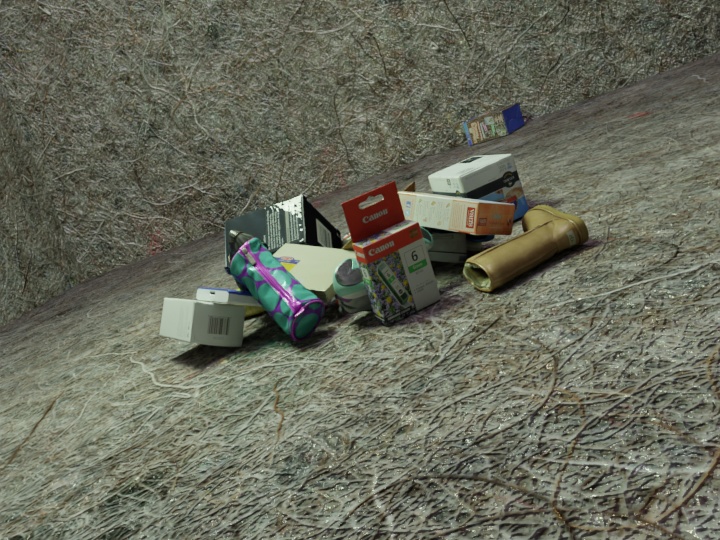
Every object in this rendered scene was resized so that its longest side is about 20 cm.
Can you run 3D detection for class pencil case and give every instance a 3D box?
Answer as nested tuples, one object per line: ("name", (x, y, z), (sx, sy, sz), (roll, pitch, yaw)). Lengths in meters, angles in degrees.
("pencil case", (-0.149, 0.032, 1.348), (0.085, 0.093, 0.199), (-43, 61, -10))

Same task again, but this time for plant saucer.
("plant saucer", (0.043, -0.092, 1.493), (0.199, 0.036, 0.200), (-43, 1, 0))

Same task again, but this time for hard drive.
("hard drive", (-0.198, 0.056, 1.476), (0.196, 0.026, 0.130), (9, -4, -38))

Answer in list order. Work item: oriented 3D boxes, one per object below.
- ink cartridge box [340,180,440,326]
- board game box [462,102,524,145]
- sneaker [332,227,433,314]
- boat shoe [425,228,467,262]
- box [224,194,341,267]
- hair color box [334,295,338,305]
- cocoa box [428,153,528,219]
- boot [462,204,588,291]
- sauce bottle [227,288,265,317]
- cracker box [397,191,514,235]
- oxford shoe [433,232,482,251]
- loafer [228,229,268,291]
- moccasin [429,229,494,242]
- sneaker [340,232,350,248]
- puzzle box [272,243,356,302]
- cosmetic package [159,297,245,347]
("ink cartridge box", (0.050, -0.028, 1.230), (0.107, 0.205, 0.050), (-23, 17, -18))
("board game box", (0.553, -0.606, 3.179), (0.197, 0.099, 0.158), (-9, 16, 43))
("sneaker", (0.038, 0.009, 1.336), (0.196, 0.078, 0.141), (-26, -31, -16))
("boat shoe", (0.118, -0.057, 1.463), (0.196, 0.067, 0.073), (8, 7, 32))
("box", (-0.163, -0.045, 1.669), (0.195, 0.120, 0.196), (-16, -27, 19))
("hair color box", (0.000, 0.000, 1.540), (0.108, 0.066, 0.200), (-17, 11, 6))
("cocoa box", (0.252, -0.165, 1.659), (0.131, 0.134, 0.200), (-23, 12, -11))
("boot", (0.253, -0.039, 1.273), (0.196, 0.068, 0.175), (-26, 12, -14))
("sauce bottle", (-0.189, 0.050, 1.645), (0.195, 0.066, 0.065), (-18, 12, 17))
("cracker box", (0.157, -0.102, 1.361), (0.196, 0.059, 0.132), (11, 9, 39))
("oxford shoe", (0.169, -0.059, 1.538), (0.074, 0.060, 0.198), (-3, 15, -36))
("loafer", (-0.226, -0.017, 1.517), (0.073, 0.072, 0.201), (-48, -11, -30))
("moccasin", (0.179, -0.108, 1.479), (0.196, 0.070, 0.080), (15, 21, 37))
("sneaker", (0.024, -0.052, 1.707), (0.195, 0.079, 0.082), (-18, 18, 16))
("puzzle box", (-0.104, 0.001, 1.447), (0.196, 0.026, 0.133), (7, 38, 36))
("cosmetic package", (-0.312, 0.100, 1.504), (0.110, 0.084, 0.198), (8, -3, -32))
